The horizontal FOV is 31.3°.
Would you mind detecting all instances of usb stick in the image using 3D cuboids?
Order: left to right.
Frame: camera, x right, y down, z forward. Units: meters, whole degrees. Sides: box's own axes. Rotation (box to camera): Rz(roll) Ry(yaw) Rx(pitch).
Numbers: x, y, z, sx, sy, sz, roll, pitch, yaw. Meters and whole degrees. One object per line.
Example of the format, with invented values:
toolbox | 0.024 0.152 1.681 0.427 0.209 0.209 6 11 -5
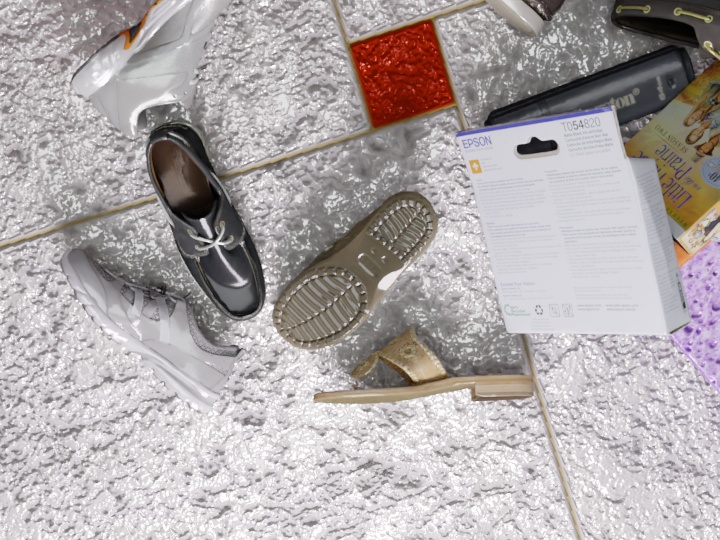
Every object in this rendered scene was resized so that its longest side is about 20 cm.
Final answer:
usb stick | 0.212 -0.152 1.191 0.198 0.033 0.056 -20 102 3

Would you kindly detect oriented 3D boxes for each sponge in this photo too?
sponge | 0.359 0.052 1.223 0.111 0.030 0.200 -42 96 4

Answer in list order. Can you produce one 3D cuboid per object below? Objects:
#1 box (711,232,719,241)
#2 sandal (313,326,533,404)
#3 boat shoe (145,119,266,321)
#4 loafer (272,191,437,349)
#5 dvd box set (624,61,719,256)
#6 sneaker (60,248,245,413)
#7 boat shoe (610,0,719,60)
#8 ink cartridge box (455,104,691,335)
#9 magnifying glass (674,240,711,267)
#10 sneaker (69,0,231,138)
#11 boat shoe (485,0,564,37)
box | 0.384 -0.112 1.124 0.060 0.116 0.201 41 81 -34
sandal | 0.059 0.088 1.221 0.210 0.078 0.070 0 79 -6
boat shoe | -0.146 -0.040 1.194 0.071 0.068 0.201 -22 101 2
loafer | 0.000 0.000 1.202 0.200 0.067 0.076 -39 94 21
dvd box set | 0.321 -0.121 1.123 0.200 0.147 0.029 -43 124 9
sneaker | -0.197 0.042 1.214 0.200 0.075 0.082 43 83 -13
boat shoe | 0.310 -0.212 1.121 0.201 0.072 0.061 31 93 38
ink cartridge box | 0.185 -0.042 1.138 0.040 0.199 0.202 -23 103 -35
magnifying glass | 0.346 -0.061 1.189 0.200 0.022 0.080 -39 88 -10
sneaker | -0.164 -0.203 1.172 0.199 0.076 0.092 -37 105 13
boat shoe | 0.104 -0.298 1.152 0.200 0.072 0.060 41 91 -10
